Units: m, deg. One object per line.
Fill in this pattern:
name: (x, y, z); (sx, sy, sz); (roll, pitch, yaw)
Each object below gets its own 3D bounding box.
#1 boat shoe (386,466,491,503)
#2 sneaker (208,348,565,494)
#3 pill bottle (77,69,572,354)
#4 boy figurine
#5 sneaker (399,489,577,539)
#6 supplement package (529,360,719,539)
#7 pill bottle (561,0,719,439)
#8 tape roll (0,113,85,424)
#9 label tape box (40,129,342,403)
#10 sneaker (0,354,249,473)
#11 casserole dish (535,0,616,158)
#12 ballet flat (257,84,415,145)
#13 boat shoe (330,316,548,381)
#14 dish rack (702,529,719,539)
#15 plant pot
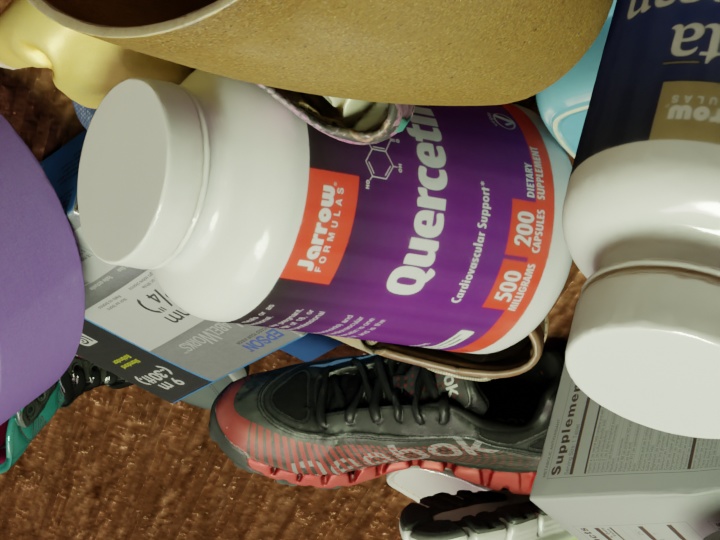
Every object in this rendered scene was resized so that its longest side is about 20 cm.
boat shoe: (0.100, 0.149, 1.577); (0.200, 0.069, 0.071); (22, 155, -9)
sneaker: (0.022, 0.066, 1.445); (0.200, 0.071, 0.098); (2, 148, -1)
pill bottle: (-0.014, -0.029, 1.197); (0.200, 0.113, 0.112); (8, 161, -33)
boy figurine: (-0.104, -0.103, 1.217); (0.124, 0.065, 0.200); (-2, 148, 11)
sneaker: (0.102, 0.158, 1.500); (0.200, 0.091, 0.078); (-6, -166, -32)
supplement package: (0.199, 0.079, 1.338); (0.200, 0.114, 0.110); (-6, 146, 39)
pill bottle: (0.137, -0.045, 1.042); (0.111, 0.200, 0.111); (13, 153, 7)
tape roll: (-0.229, -0.008, 1.368); (0.200, 0.066, 0.200); (23, 131, 29)
label tape box: (-0.082, 0.011, 1.425); (0.200, 0.063, 0.144); (29, 151, -21)
sneaker: (-0.159, 0.058, 1.495); (0.200, 0.121, 0.084); (27, 152, -19)
casserole dish: (0.154, -0.048, 1.208); (0.121, 0.039, 0.200); (-9, 144, 42)
ballet flat: (-0.057, -0.118, 1.094); (0.200, 0.069, 0.071); (38, -174, -10)
boat shoe: (0.000, 0.000, 1.325); (0.200, 0.076, 0.072); (15, -163, -14)
dish rack: (0.258, 0.144, 1.256); (0.200, 0.044, 0.172); (25, 153, -19)
plant pot: (0.002, -0.134, 1.003); (0.186, 0.187, 0.200); (-6, 158, 37)
